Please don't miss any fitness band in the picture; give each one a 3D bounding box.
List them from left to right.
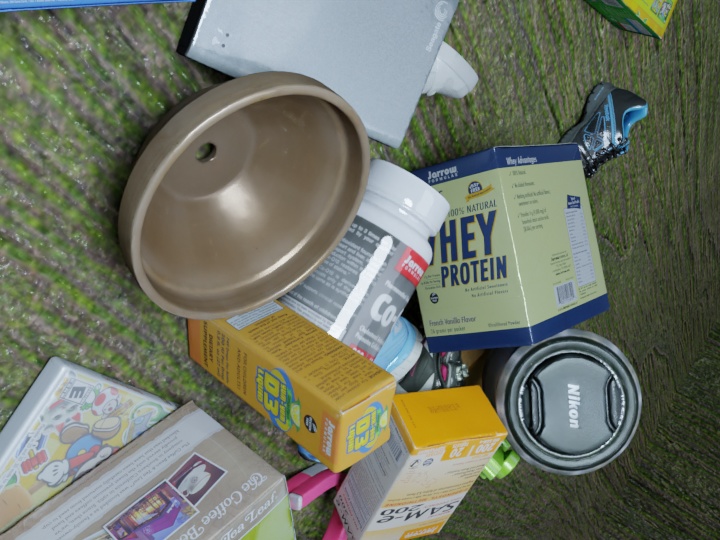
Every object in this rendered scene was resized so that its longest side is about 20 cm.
[{"bbox_3d":[-0.064,0.313,0.895,0.200,0.037,0.145,-9,105,-63],"label":"fitness band"}]

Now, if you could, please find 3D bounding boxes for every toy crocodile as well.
[{"bbox_3d":[0.157,0.224,0.967,0.062,0.067,0.200,-47,177,10],"label":"toy crocodile"}]

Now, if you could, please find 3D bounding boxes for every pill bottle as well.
[{"bbox_3d":[0.000,0.000,0.745,0.201,0.114,0.114,-59,146,-5],"label":"pill bottle"}]

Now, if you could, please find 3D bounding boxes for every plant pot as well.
[{"bbox_3d":[-0.097,-0.068,0.572,0.200,0.093,0.202,-28,143,-23],"label":"plant pot"}]

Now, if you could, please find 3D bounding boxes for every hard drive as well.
[{"bbox_3d":[-0.026,-0.195,0.591,0.199,0.033,0.140,17,99,-34],"label":"hard drive"}]

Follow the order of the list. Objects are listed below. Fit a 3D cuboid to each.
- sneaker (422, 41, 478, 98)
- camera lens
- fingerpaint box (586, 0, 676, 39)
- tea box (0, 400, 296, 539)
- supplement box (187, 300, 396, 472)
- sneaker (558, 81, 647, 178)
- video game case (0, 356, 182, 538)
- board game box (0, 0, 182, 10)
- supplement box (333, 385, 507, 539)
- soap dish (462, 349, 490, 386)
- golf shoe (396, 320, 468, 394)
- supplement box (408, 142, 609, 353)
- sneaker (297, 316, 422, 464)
[{"bbox_3d":[0.024,-0.175,0.706,0.199,0.074,0.116,17,100,-46],"label":"sneaker"},{"bbox_3d":[0.231,0.144,0.901,0.161,0.159,0.200,-63,178,1],"label":"camera lens"},{"bbox_3d":[0.368,-0.418,0.987,0.199,0.073,0.168,0,113,-53],"label":"fingerpaint box"},{"bbox_3d":[-0.167,0.261,0.644,0.200,0.133,0.198,-34,138,-35],"label":"tea box"},{"bbox_3d":[-0.064,0.082,0.639,0.069,0.199,0.067,-25,131,-42],"label":"supplement box"},{"bbox_3d":[0.343,-0.182,1.106,0.201,0.082,0.073,-60,148,-2],"label":"sneaker"},{"bbox_3d":[-0.242,0.186,0.632,0.201,0.023,0.182,-58,146,-7],"label":"video game case"},{"bbox_3d":[-0.163,-0.251,0.409,0.152,0.045,0.201,-22,129,-43],"label":"board game box"},{"bbox_3d":[0.063,0.227,0.860,0.125,0.074,0.201,-2,133,-29],"label":"supplement box"},{"bbox_3d":[0.133,0.164,1.061,0.157,0.081,0.201,-38,140,-32],"label":"soap dish"},{"bbox_3d":[0.090,0.082,0.938,0.201,0.087,0.078,-75,150,-52],"label":"golf shoe"},{"bbox_3d":[0.165,-0.030,0.856,0.199,0.134,0.201,-13,92,-49],"label":"supplement box"},{"bbox_3d":[-0.016,0.125,0.866,0.090,0.078,0.201,46,70,-35],"label":"sneaker"}]
